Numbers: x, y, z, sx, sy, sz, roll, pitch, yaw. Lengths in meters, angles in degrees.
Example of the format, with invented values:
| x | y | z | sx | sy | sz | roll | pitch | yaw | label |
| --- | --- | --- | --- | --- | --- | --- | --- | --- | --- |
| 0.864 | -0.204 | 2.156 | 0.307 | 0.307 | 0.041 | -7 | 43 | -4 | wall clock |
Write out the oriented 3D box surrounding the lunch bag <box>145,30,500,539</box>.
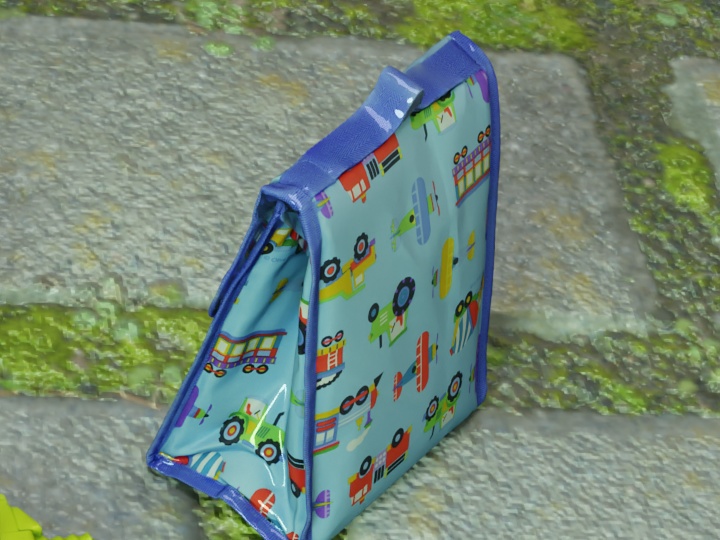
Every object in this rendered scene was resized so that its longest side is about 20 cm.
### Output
| x | y | z | sx | sy | sz | roll | pitch | yaw | label |
| --- | --- | --- | --- | --- | --- | --- | --- | --- | --- |
| 0.000 | 0.000 | 1.204 | 0.094 | 0.201 | 0.150 | 31 | 42 | 19 | lunch bag |

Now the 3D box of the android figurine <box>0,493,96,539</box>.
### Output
| x | y | z | sx | sy | sz | roll | pitch | yaw | label |
| --- | --- | --- | --- | --- | --- | --- | --- | --- | --- |
| -0.194 | 0.141 | 1.111 | 0.198 | 0.041 | 0.183 | -4 | 43 | -18 | android figurine |
